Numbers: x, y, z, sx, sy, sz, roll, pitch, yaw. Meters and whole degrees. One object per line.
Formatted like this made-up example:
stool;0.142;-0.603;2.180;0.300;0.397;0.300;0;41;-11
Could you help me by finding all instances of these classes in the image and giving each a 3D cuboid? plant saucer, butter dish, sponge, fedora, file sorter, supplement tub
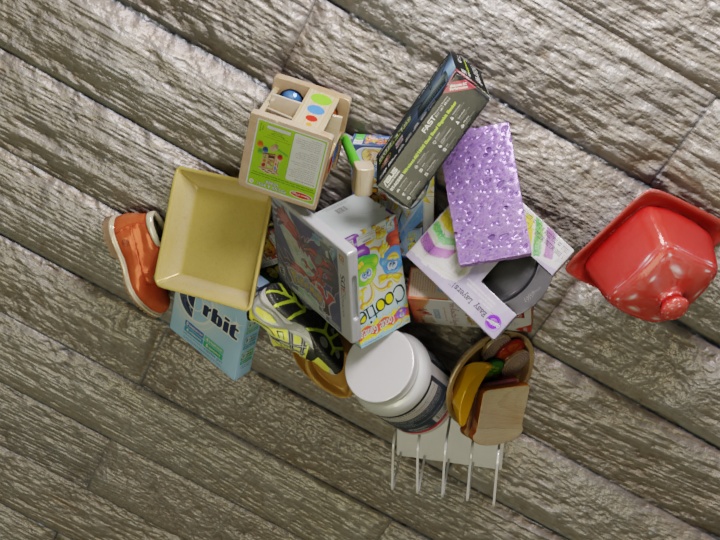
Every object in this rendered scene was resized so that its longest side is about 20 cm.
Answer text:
plant saucer;-0.228;-0.053;1.747;0.198;0.048;0.203;14;94;28
butter dish;0.445;0.008;1.604;0.198;0.149;0.200;19;130;-31
sponge;0.185;-0.113;1.608;0.110;0.030;0.203;-10;82;10
fedora;-0.041;0.155;1.879;0.197;0.082;0.203;7;125;10
file sorter;0.154;0.323;1.919;0.197;0.125;0.140;7;124;10
supplement tub;0.069;0.185;1.793;0.138;0.142;0.200;-13;154;20

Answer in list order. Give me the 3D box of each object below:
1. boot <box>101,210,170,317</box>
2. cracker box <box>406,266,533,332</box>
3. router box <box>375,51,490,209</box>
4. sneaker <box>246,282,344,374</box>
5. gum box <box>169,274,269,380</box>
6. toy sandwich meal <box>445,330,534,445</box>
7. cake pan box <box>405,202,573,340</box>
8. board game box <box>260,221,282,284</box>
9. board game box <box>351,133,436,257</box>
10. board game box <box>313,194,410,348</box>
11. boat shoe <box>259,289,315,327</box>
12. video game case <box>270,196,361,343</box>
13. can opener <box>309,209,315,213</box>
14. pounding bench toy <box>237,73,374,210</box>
boot;-0.359;-0.011;1.857;0.106;0.075;0.202;-13;118;15
cracker box;0.180;0.048;1.732;0.197;0.059;0.134;3;161;11
router box;0.100;-0.203;1.542;0.062;0.150;0.201;33;109;-12
sneaker;-0.104;0.102;1.780;0.076;0.076;0.200;-31;115;29
gum box;-0.245;0.061;1.847;0.169;0.044;0.202;35;130;25
toy sandwich meal;0.226;0.198;1.796;0.203;0.070;0.208;-18;127;-25
cake pan box;0.199;-0.022;1.639;0.200;0.052;0.184;45;96;10
board game box;-0.141;-0.029;1.785;0.198;0.024;0.105;-16;120;43
board game box;0.054;-0.115;1.709;0.133;0.035;0.202;5;124;11
board game box;0.000;0.000;1.689;0.103;0.104;0.202;35;143;47
boat shoe;-0.127;0.069;1.849;0.197;0.072;0.072;-1;108;26
video game case;-0.070;-0.008;1.660;0.200;0.023;0.184;40;146;37
can opener;-0.068;-0.067;1.754;0.066;0.054;0.201;-16;119;42
pounding bench toy;-0.060;-0.188;1.614;0.197;0.157;0.125;18;126;3
